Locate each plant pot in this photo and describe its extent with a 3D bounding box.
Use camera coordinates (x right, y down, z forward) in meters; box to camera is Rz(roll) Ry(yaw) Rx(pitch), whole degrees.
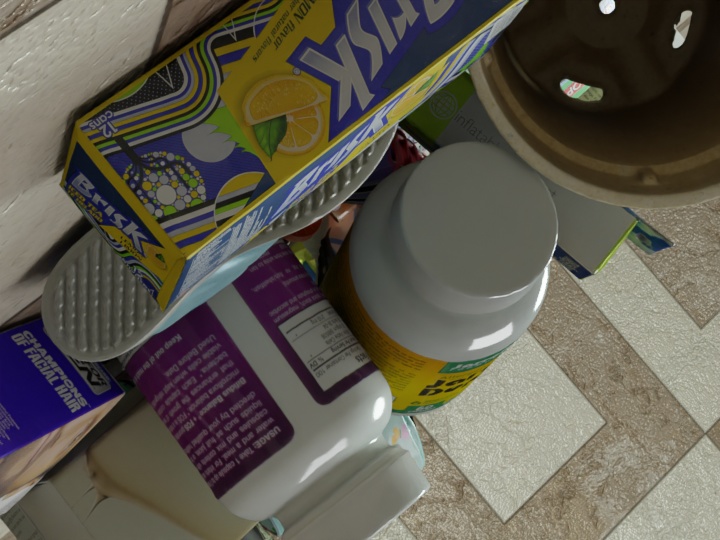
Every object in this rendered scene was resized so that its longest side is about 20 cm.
[{"bbox_3d":[0.149,-0.146,0.847,0.200,0.201,0.184,-42,-173,7],"label":"plant pot"}]

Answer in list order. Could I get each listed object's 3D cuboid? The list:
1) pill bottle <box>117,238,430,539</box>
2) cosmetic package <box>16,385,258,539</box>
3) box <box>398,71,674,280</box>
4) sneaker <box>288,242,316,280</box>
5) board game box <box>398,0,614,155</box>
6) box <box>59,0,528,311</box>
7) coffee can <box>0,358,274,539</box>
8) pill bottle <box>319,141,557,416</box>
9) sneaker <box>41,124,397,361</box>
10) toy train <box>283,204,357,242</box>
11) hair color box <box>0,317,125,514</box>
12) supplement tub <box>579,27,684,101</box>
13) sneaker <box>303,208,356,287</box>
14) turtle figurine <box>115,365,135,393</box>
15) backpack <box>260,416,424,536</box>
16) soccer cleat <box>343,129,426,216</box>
[{"bbox_3d":[-0.053,0.061,0.827,0.112,0.201,0.112,-36,174,-4],"label":"pill bottle"},{"bbox_3d":[-0.097,0.107,0.919,0.200,0.104,0.073,-42,-169,-33],"label":"cosmetic package"},{"bbox_3d":[0.091,-0.061,0.917,0.048,0.200,0.122,-50,175,2],"label":"box"},{"bbox_3d":[-0.027,0.017,1.290,0.200,0.105,0.076,-45,174,33],"label":"sneaker"},{"bbox_3d":[0.098,-0.133,1.059,0.200,0.029,0.135,-41,150,-5],"label":"board game box"},{"bbox_3d":[-0.024,-0.076,0.629,0.200,0.070,0.064,-40,177,-26],"label":"box"},{"bbox_3d":[-0.164,0.186,1.119,0.146,0.200,0.146,-40,176,-3],"label":"coffee can"},{"bbox_3d":[0.041,0.005,0.855,0.113,0.113,0.200,-39,173,-21],"label":"pill bottle"},{"bbox_3d":[-0.066,-0.035,0.734,0.199,0.074,0.082,-34,-175,9],"label":"sneaker"},{"bbox_3d":[-0.065,-0.015,0.968,0.200,0.056,0.150,-41,175,-12],"label":"toy train"},{"bbox_3d":[-0.206,0.092,0.745,0.109,0.065,0.200,-43,177,17],"label":"hair color box"},{"bbox_3d":[0.175,-0.138,1.283,0.200,0.145,0.145,-43,175,22],"label":"supplement tub"},{"bbox_3d":[0.000,0.000,1.039,0.201,0.071,0.073,-100,-161,-53],"label":"sneaker"},{"bbox_3d":[-0.109,0.056,1.046,0.148,0.102,0.201,4,-142,25],"label":"turtle figurine"},{"bbox_3d":[-0.050,0.112,1.186,0.153,0.177,0.199,-41,-144,-23],"label":"backpack"},{"bbox_3d":[0.023,-0.058,0.937,0.200,0.075,0.068,47,53,-70],"label":"soccer cleat"}]
